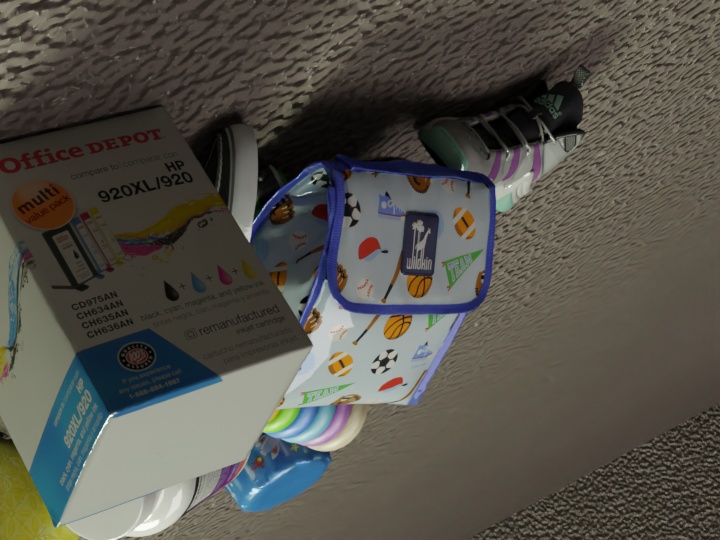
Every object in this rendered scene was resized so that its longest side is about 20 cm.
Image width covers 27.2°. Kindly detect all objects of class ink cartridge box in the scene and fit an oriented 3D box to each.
[{"bbox_3d":[-0.157,0.025,0.946,0.147,0.200,0.145,-17,153,-35],"label":"ink cartridge box"}]

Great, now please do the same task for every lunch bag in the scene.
[{"bbox_3d":[0.000,0.006,1.128,0.170,0.124,0.200,2,126,-41],"label":"lunch bag"}]

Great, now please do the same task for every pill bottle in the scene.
[{"bbox_3d":[-0.175,0.157,1.246,0.111,0.112,0.200,-38,175,19],"label":"pill bottle"}]

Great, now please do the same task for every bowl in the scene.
[{"bbox_3d":[-0.336,0.193,1.206,0.200,0.200,0.108,-28,118,-11],"label":"bowl"}]

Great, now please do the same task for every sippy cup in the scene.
[{"bbox_3d":[-0.097,0.149,1.394,0.178,0.130,0.140,-42,158,22],"label":"sippy cup"}]

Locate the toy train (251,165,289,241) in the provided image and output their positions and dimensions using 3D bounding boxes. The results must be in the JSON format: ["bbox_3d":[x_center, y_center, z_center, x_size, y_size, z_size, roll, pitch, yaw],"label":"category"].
[{"bbox_3d":[-0.137,-0.022,1.115,0.200,0.042,0.056,-29,151,-7],"label":"toy train"}]

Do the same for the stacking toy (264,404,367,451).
[{"bbox_3d":[-0.081,0.105,1.253,0.085,0.085,0.200,-40,152,23],"label":"stacking toy"}]

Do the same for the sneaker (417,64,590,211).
[{"bbox_3d":[0.133,-0.122,1.236,0.140,0.078,0.200,-39,168,13],"label":"sneaker"}]

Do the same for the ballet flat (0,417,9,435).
[{"bbox_3d":[-0.238,0.103,1.168,0.067,0.062,0.200,-18,171,-47],"label":"ballet flat"}]

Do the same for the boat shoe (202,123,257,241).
[{"bbox_3d":[-0.117,-0.011,1.061,0.056,0.069,0.200,6,115,-19],"label":"boat shoe"}]
